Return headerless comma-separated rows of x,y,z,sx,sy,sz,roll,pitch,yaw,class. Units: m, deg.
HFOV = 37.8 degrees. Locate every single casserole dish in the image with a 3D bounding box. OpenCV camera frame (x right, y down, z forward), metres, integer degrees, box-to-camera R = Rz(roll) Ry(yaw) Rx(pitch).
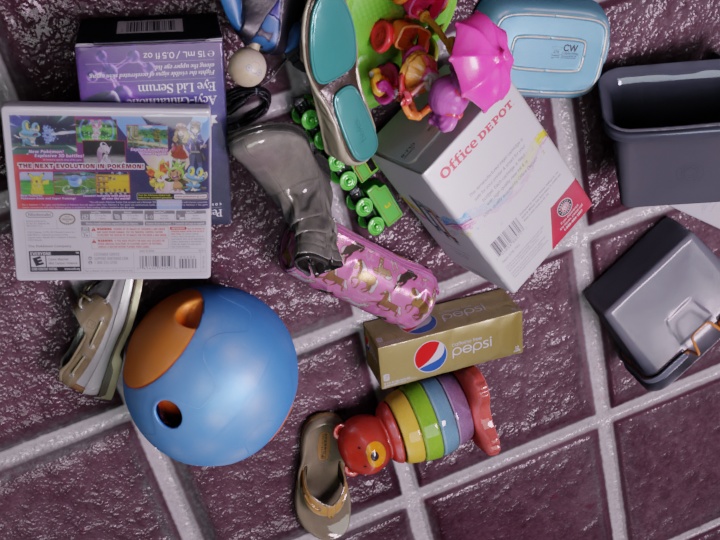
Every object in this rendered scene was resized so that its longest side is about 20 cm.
0.211,-0.257,1.225,0.197,0.039,0.123,-1,117,-20,casserole dish

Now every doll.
-0.092,-0.286,1.068,0.135,0.048,0.203,15,97,-42,doll

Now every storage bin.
0.405,0.039,1.395,0.200,0.146,0.134,-44,111,7,storage bin
0.384,-0.161,1.252,0.196,0.147,0.136,-3,133,9,storage bin

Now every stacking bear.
0.064,0.203,1.365,0.197,0.114,0.123,-19,111,-11,stacking bear

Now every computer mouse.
-0.083,-0.222,1.144,0.200,0.034,0.059,-44,122,7,computer mouse

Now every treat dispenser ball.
-0.169,0.118,1.190,0.197,0.201,0.204,-8,119,-15,treat dispenser ball

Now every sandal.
-0.046,0.285,1.405,0.079,0.054,0.203,-7,118,-16,sandal

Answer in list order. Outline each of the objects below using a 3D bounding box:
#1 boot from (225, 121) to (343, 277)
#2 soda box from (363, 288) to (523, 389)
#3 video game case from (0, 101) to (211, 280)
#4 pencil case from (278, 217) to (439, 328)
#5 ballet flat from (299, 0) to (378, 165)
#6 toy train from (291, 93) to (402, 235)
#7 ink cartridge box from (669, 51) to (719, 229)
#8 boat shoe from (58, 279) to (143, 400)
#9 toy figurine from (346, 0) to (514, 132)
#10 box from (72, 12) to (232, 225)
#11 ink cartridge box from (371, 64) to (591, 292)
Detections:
-0.066,-0.069,1.096,0.067,0.133,0.200,-17,163,18,boot
0.107,0.086,1.348,0.197,0.068,0.065,-14,119,-12,soda box
-0.247,-0.076,1.045,0.196,0.023,0.185,0,117,-9,video game case
0.000,0.000,1.260,0.198,0.086,0.084,27,75,-29,pencil case
-0.034,-0.205,1.113,0.068,0.070,0.203,-18,122,-9,ballet flat
-0.012,-0.125,1.216,0.056,0.042,0.201,-38,122,-9,toy train
0.484,-0.155,1.368,0.198,0.043,0.200,20,108,-24,ink cartridge box
-0.290,0.048,1.186,0.067,0.075,0.203,14,103,-16,boat shoe
0.076,-0.216,1.096,0.148,0.184,0.202,5,122,-39,toy figurine
-0.210,-0.152,1.086,0.145,0.105,0.203,-5,117,-9,box
0.134,-0.108,1.199,0.145,0.144,0.200,-45,122,-7,ink cartridge box
